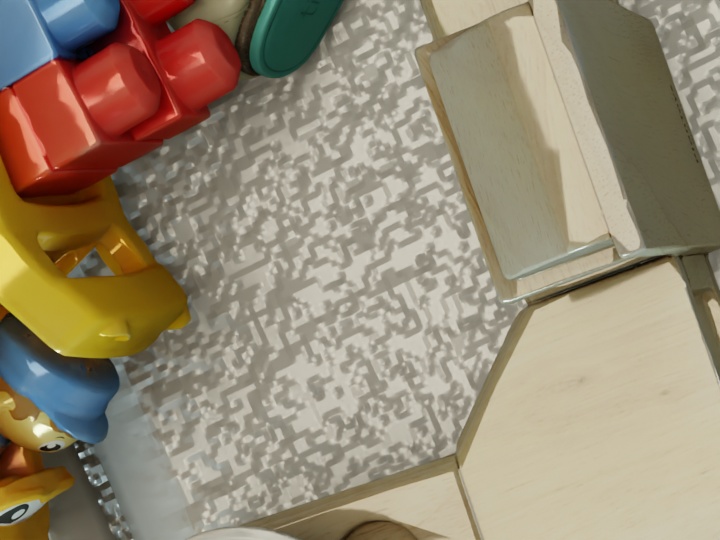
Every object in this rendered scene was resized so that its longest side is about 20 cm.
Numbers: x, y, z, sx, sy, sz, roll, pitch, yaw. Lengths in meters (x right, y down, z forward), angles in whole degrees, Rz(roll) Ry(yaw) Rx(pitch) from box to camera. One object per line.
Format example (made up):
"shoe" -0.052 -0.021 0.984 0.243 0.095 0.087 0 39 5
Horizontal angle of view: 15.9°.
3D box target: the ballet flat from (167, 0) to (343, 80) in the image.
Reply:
"ballet flat" -0.001 -0.150 0.755 0.069 0.069 0.201 37 99 11

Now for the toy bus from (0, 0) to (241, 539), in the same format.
"toy bus" -0.116 -0.006 0.746 0.191 0.136 0.201 -24 86 14

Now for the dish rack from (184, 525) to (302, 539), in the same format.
"dish rack" 0.011 0.172 0.710 0.199 0.044 0.172 25 124 -3

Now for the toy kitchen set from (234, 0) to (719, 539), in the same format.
"toy kitchen set" 0.000 0.000 0.704 0.179 0.163 0.201 -20 86 14
